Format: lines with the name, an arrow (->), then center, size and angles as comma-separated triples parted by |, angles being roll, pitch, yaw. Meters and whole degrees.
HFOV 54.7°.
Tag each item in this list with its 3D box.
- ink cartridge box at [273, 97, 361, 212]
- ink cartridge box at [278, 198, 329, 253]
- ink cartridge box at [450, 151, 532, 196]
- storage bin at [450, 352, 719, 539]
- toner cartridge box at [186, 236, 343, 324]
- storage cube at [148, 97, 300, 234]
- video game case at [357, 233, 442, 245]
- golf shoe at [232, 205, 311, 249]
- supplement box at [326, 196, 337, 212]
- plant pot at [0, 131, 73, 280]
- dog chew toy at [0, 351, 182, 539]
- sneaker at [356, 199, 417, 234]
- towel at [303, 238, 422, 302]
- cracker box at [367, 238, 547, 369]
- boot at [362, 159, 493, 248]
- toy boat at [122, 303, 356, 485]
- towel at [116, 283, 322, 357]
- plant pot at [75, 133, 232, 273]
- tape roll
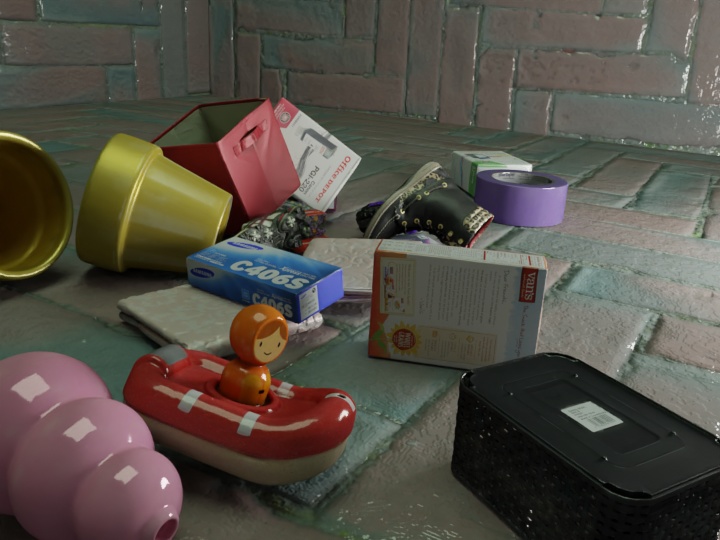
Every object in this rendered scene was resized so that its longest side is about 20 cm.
ink cartridge box -> -0.119, -0.221, 1.389 | 0.199, 0.146, 0.085 | 36, -6, -9
ink cartridge box -> -0.126, -0.087, 1.287 | 0.108, 0.051, 0.199 | -11, 23, -35
ink cartridge box -> 0.327, -0.247, 1.769 | 0.143, 0.089, 0.200 | -1, 18, -11
storage bin -> 0.181, 0.156, 0.576 | 0.134, 0.095, 0.200 | -7, 21, -29
toner cartridge box -> -0.128, 0.008, 0.918 | 0.198, 0.044, 0.095 | 16, 28, 33
storage cube -> -0.242, -0.185, 1.247 | 0.198, 0.181, 0.171 | 2, 38, 31
video game case -> 0.092, -0.025, 1.197 | 0.141, 0.019, 0.200 | -6, 20, -24
golf shoe -> -0.164, -0.046, 1.133 | 0.087, 0.078, 0.200 | 2, 22, 32
supplement box -> -0.154, -0.190, 1.499 | 0.197, 0.104, 0.131 | 0, 18, -11
plant pot -> -0.553, -0.083, 0.995 | 0.187, 0.203, 0.200 | -4, 13, 31
dog chew toy -> -0.213, 0.143, 0.519 | 0.199, 0.126, 0.124 | 24, 27, 28
sneaker -> 0.046, -0.095, 1.298 | 0.098, 0.070, 0.200 | -13, 6, -17
towel -> 0.000, 0.000, 1.038 | 0.188, 0.033, 0.200 | 2, 22, 5
cracker box -> 0.112, 0.043, 0.826 | 0.197, 0.136, 0.058 | 7, 18, 10
boot -> 0.111, -0.073, 1.161 | 0.150, 0.073, 0.200 | 40, 73, 14
toy boat -> -0.097, 0.094, 0.606 | 0.198, 0.132, 0.130 | 19, 9, 7
towel -> -0.181, 0.058, 0.893 | 0.199, 0.033, 0.190 | -14, 25, -42
plant pot -> -0.302, -0.083, 1.058 | 0.187, 0.203, 0.201 | 17, 18, -7
tape roll -> 0.351, -0.163, 1.536 | 0.197, 0.086, 0.200 | 4, 19, -1
